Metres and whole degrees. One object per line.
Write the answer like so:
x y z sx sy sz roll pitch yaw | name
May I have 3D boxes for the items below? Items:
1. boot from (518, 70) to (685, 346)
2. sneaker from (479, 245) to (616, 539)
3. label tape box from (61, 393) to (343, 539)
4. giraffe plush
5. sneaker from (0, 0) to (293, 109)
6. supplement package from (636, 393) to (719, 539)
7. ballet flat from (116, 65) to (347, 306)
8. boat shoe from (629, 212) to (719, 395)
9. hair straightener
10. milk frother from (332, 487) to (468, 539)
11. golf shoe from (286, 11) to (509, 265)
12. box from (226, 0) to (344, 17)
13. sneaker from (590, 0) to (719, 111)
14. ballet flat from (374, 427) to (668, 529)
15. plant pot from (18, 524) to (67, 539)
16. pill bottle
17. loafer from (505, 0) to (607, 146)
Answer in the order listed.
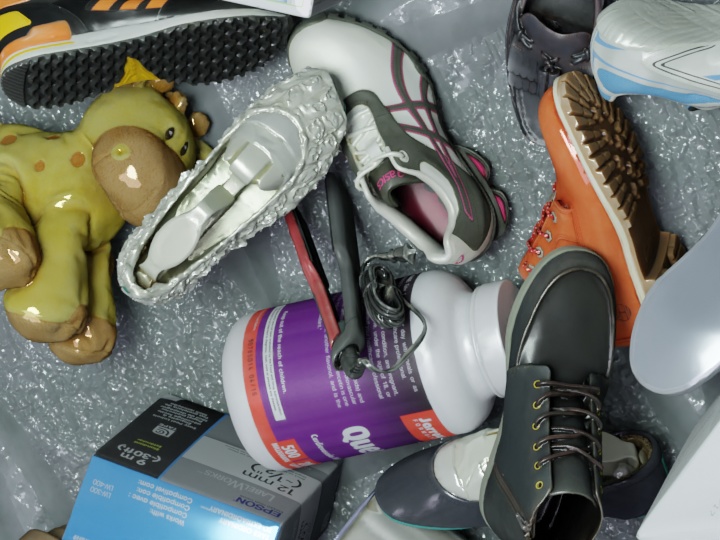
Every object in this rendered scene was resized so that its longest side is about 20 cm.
0.140 -0.032 1.652 0.107 0.075 0.200 -11 115 28 | boot
0.133 0.090 1.597 0.075 0.106 0.201 7 102 -14 | sneaker
-0.112 0.163 1.730 0.143 0.200 0.066 19 109 12 | label tape box
-0.178 -0.058 1.738 0.162 0.173 0.200 -27 59 12 | giraffe plush
-0.147 -0.171 1.677 0.200 0.070 0.090 -11 60 -12 | sneaker
0.291 0.120 1.585 0.151 0.200 0.152 36 113 6 | supplement package
-0.084 -0.049 1.647 0.072 0.072 0.200 44 99 3 | ballet flat
0.247 -0.003 1.613 0.074 0.065 0.200 38 95 26 | boat shoe
0.000 0.000 1.666 0.077 0.200 0.041 -25 127 7 | hair straightener
0.027 0.277 1.718 0.188 0.200 0.181 37 116 6 | milk frother
0.020 -0.089 1.681 0.077 0.088 0.200 -42 88 25 | golf shoe
-0.101 -0.242 1.665 0.200 0.112 0.102 13 108 16 | box
0.246 -0.133 1.605 0.199 0.072 0.073 5 140 4 | sneaker
0.110 0.132 1.691 0.199 0.073 0.073 0 106 -6 | ballet flat
-0.152 0.241 1.800 0.201 0.201 0.093 45 73 2 | plant pot
0.014 0.065 1.710 0.200 0.112 0.113 -13 100 21 | pill bottle
0.128 -0.173 1.634 0.072 0.063 0.200 13 108 13 | loafer
